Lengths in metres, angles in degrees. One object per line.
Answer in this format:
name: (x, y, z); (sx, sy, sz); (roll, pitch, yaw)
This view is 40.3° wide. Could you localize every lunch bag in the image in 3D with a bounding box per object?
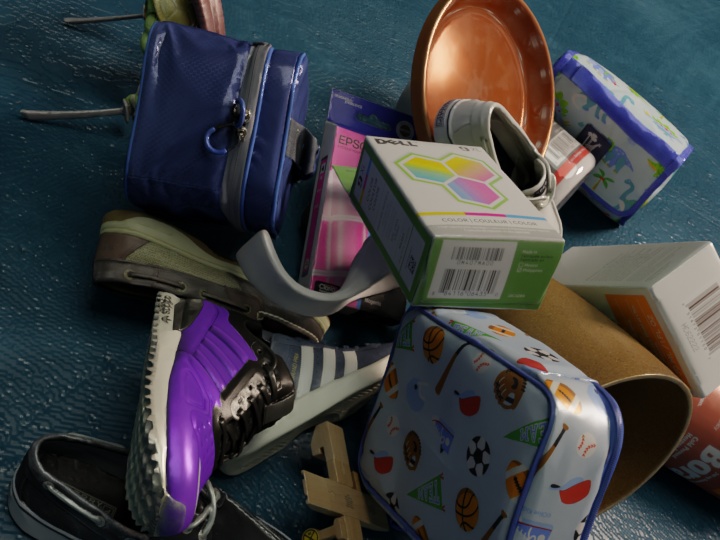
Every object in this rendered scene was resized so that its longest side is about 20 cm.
lunch bag: (-0.096, -0.101, 0.751); (0.131, 0.200, 0.138); (10, 88, -4)
lunch bag: (0.273, -0.151, 1.090); (0.170, 0.128, 0.200); (43, -1, 9)
lunch bag: (0.074, 0.118, 0.649); (0.075, 0.162, 0.200); (10, 12, -28)

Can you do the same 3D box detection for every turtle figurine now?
turtle figurine: (-0.173, -0.187, 0.901); (0.193, 0.200, 0.144); (37, 12, -30)

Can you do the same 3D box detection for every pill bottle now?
pill bottle: (0.334, 0.148, 0.907); (0.199, 0.112, 0.113); (31, 40, -6)
pill bottle: (0.141, -0.139, 1.043); (0.200, 0.116, 0.116); (43, 41, 9)

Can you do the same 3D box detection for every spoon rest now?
spoon rest: (0.000, 0.000, 0.764); (0.198, 0.099, 0.061); (-4, 67, -40)

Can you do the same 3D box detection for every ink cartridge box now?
ink cartridge box: (0.006, -0.059, 0.865); (0.094, 0.037, 0.202); (15, 72, -23)
ink cartridge box: (0.057, -0.052, 0.737); (0.103, 0.060, 0.201); (2, 32, -22)

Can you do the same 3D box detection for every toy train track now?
toy train track: (-0.013, 0.203, 0.667); (0.115, 0.032, 0.202); (37, 34, -53)

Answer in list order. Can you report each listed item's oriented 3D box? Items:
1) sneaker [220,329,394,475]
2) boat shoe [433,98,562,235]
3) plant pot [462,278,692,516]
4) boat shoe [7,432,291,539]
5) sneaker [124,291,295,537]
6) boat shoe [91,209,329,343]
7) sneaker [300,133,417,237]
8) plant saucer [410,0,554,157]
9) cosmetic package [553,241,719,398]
sneaker: (-0.042, 0.074, 0.741); (0.199, 0.075, 0.085); (-20, 69, -44)
boat shoe: (0.140, -0.075, 0.878); (0.200, 0.065, 0.074); (41, 65, -39)
plant pot: (0.131, 0.080, 0.797); (0.185, 0.187, 0.201); (3, 39, -33)
boat shoe: (-0.118, 0.155, 0.615); (0.198, 0.068, 0.072); (27, 41, -11)
sneaker: (-0.087, 0.081, 0.608); (0.098, 0.070, 0.201); (11, 30, -13)
boat shoe: (-0.115, 0.023, 0.752); (0.199, 0.073, 0.065); (27, 67, -24)
sneaker: (0.022, -0.074, 0.942); (0.199, 0.083, 0.072); (-33, 95, -24)
plant saucer: (0.113, -0.163, 0.913); (0.199, 0.032, 0.203); (-4, 96, -46)
cosmetic package: (0.230, 0.037, 0.832); (0.071, 0.200, 0.102); (-33, 99, -16)
